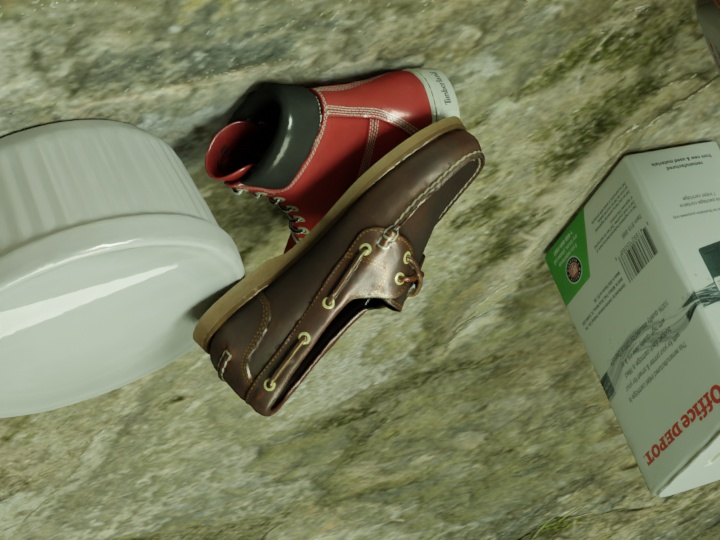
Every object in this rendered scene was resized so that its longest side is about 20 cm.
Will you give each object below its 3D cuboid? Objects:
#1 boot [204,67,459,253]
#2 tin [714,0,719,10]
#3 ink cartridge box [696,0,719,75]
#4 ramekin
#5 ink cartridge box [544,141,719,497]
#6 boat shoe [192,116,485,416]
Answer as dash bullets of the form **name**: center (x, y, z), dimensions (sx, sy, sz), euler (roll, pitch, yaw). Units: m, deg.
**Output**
- **boot**: center (-0.043, -0.043, 1.475), dimensions (0.144, 0.073, 0.200), euler (-8, 146, -32)
- **tin**: center (0.284, -0.199, 1.372), dimensions (0.199, 0.112, 0.042), euler (-25, 147, 3)
- **ink cartridge box**: center (0.304, -0.096, 1.456), dimensions (0.145, 0.147, 0.200), euler (-24, -161, 5)
- **ramekin**: center (-0.171, -0.004, 1.403), dimensions (0.201, 0.095, 0.203), euler (-19, 159, -8)
- **ink cartridge box**: center (0.225, 0.035, 1.730), dimensions (0.083, 0.201, 0.147), euler (-10, 156, -29)
- **boat shoe**: center (0.000, 0.000, 1.413), dimensions (0.200, 0.070, 0.070), euler (-43, 158, 0)
